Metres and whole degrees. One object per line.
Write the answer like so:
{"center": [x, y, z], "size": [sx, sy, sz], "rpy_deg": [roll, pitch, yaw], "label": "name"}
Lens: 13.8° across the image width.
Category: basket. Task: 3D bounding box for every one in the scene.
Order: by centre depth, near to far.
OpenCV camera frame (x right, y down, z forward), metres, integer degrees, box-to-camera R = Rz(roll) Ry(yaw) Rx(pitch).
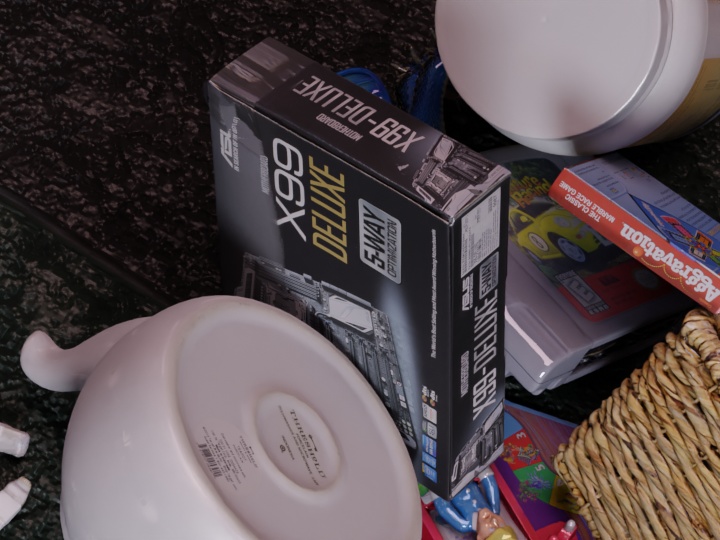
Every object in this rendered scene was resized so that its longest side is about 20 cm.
{"center": [0.220, 0.126, 1.507], "size": [0.142, 0.149, 0.200], "rpy_deg": [-10, 63, -37], "label": "basket"}

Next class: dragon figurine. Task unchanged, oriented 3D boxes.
{"center": [-0.006, -0.070, 1.642], "size": [0.200, 0.059, 0.100], "rpy_deg": [-18, 65, -23], "label": "dragon figurine"}

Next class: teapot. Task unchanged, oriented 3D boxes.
{"center": [-0.075, 0.123, 1.463], "size": [0.197, 0.146, 0.200], "rpy_deg": [36, 35, -22], "label": "teapot"}

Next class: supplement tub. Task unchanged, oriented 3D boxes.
{"center": [0.129, -0.136, 1.615], "size": [0.145, 0.145, 0.200], "rpy_deg": [41, 17, 13], "label": "supplement tub"}

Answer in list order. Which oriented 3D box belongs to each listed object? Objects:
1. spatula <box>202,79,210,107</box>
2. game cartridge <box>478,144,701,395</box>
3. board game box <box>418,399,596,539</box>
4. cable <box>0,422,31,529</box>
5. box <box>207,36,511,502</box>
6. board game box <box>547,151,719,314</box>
{"center": [-0.017, -0.022, 1.560], "size": [0.200, 0.057, 0.021], "rpy_deg": [48, 66, -4], "label": "spatula"}
{"center": [0.101, -0.008, 1.592], "size": [0.133, 0.041, 0.200], "rpy_deg": [43, 31, 18], "label": "game cartridge"}
{"center": [0.063, 0.124, 1.550], "size": [0.200, 0.039, 0.158], "rpy_deg": [19, 57, -2], "label": "board game box"}
{"center": [-0.278, 0.103, 1.464], "size": [0.200, 0.069, 0.200], "rpy_deg": [28, 57, 5], "label": "cable"}
{"center": [0.000, 0.000, 1.494], "size": [0.158, 0.200, 0.050], "rpy_deg": [31, 53, 28], "label": "box"}
{"center": [0.156, -0.022, 1.546], "size": [0.103, 0.200, 0.019], "rpy_deg": [34, 100, 8], "label": "board game box"}
